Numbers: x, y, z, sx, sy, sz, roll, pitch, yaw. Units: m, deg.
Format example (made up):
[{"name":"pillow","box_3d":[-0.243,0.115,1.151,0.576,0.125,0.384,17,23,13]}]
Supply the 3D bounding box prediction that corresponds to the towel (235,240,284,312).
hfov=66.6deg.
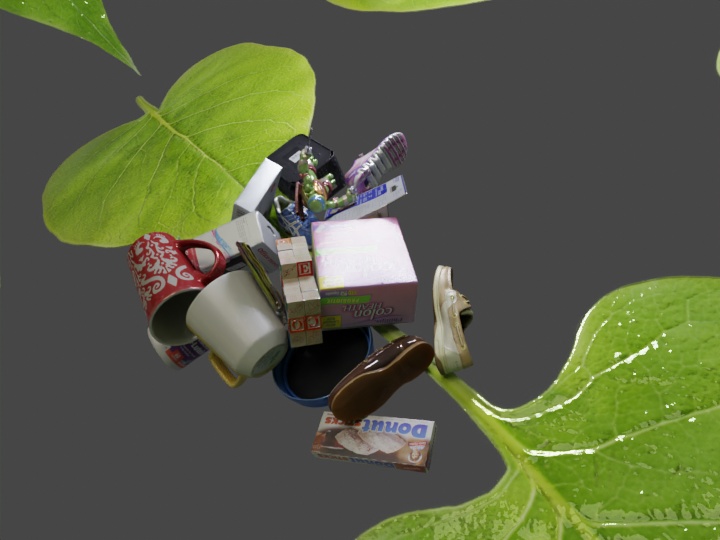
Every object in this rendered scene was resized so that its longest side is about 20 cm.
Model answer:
[{"name":"towel","box_3d":[-0.189,0.009,1.032,0.023,0.145,0.200,-32,6,-9]}]

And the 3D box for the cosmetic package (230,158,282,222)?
[{"name":"cosmetic package","box_3d":[-0.251,-0.140,1.283,0.051,0.201,0.153,25,56,-4]}]

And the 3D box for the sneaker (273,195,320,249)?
[{"name":"sneaker","box_3d":[-0.145,-0.113,1.275,0.076,0.078,0.198,-43,45,-19]}]

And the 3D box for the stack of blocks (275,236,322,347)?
[{"name":"stack of blocks","box_3d":[-0.112,0.032,0.987,0.057,0.118,0.201,-7,27,-10]}]

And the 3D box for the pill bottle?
[{"name":"pill bottle","box_3d":[-0.327,0.106,1.136,0.198,0.112,0.112,-35,42,-6]}]

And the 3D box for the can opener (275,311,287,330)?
[{"name":"can opener","box_3d":[-0.130,0.090,1.089,0.197,0.067,0.053,-28,36,-10]}]

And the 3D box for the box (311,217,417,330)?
[{"name":"box","box_3d":[0.000,0.000,1.022,0.171,0.098,0.202,-4,41,-7]}]

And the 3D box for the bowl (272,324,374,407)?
[{"name":"bowl","box_3d":[-0.066,0.156,0.998,0.196,0.040,0.204,-16,43,15]}]

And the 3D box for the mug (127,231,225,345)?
[{"name":"mug","box_3d":[-0.351,0.018,1.063,0.175,0.135,0.200,-26,50,-21]}]

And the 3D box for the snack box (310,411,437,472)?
[{"name":"snack box","box_3d":[0.019,0.265,0.855,0.196,0.025,0.073,-3,46,27]}]

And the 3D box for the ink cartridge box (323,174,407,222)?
[{"name":"ink cartridge box","box_3d":[0.012,-0.129,1.179,0.196,0.048,0.198,-22,19,9]}]

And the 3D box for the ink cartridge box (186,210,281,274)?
[{"name":"ink cartridge box","box_3d":[-0.279,-0.032,1.206,0.196,0.146,0.084,-23,66,7]}]

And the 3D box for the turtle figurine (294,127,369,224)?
[{"name":"turtle figurine","box_3d":[-0.071,-0.209,1.201,0.140,0.205,0.195,8,21,-14]}]

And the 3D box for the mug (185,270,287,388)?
[{"name":"mug","box_3d":[-0.208,0.116,0.995,0.149,0.188,0.153,-38,67,-22]}]

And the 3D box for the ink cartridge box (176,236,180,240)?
[{"name":"ink cartridge box","box_3d":[-0.396,0.017,1.266,0.058,0.105,0.203,-14,43,14]}]

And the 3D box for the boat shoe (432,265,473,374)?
[{"name":"boat shoe","box_3d":[0.160,0.079,0.930,0.065,0.074,0.204,-8,56,17]}]

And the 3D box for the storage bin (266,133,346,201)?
[{"name":"storage bin","box_3d":[-0.142,-0.253,1.400,0.134,0.095,0.199,-39,43,-11]}]

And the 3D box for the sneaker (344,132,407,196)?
[{"name":"sneaker","box_3d":[0.032,-0.262,1.328,0.201,0.081,0.088,-48,37,-19]}]

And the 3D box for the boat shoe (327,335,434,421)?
[{"name":"boat shoe","box_3d":[0.029,0.173,0.903,0.197,0.072,0.070,-27,23,-20]}]
